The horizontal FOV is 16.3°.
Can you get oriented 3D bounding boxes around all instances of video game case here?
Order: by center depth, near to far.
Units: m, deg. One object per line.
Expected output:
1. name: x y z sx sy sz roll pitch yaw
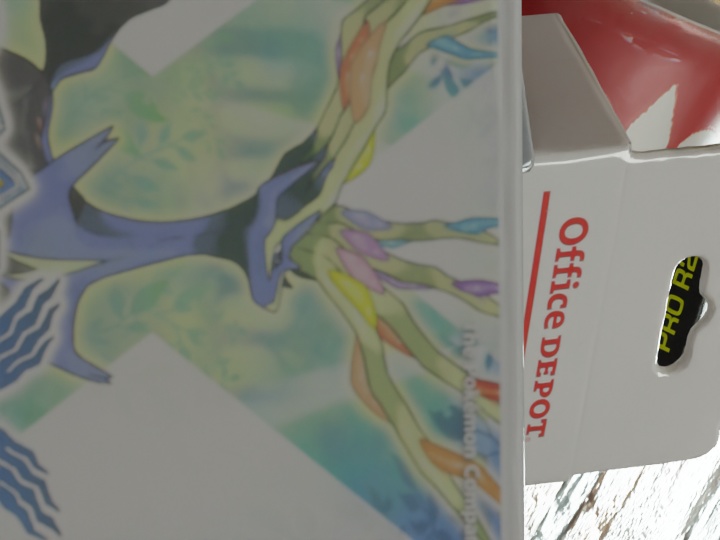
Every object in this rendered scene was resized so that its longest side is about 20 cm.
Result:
1. video game case: -0.050 -0.001 0.569 0.022 0.182 0.201 166 -76 -73

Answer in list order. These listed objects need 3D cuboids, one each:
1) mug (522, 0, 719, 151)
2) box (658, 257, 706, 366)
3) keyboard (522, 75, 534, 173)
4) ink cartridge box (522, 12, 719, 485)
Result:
1. mug: 0.015 -0.017 0.800 0.177 0.133 0.200 13 109 -40
2. box: 0.187 -0.016 1.186 0.200 0.044 0.161 -25 136 -51
3. keyboard: -0.056 -0.044 0.588 0.199 0.011 0.056 -5 86 -17
4. ink cartridge box: 0.000 0.000 0.667 0.199 0.067 0.116 -5 129 -15
